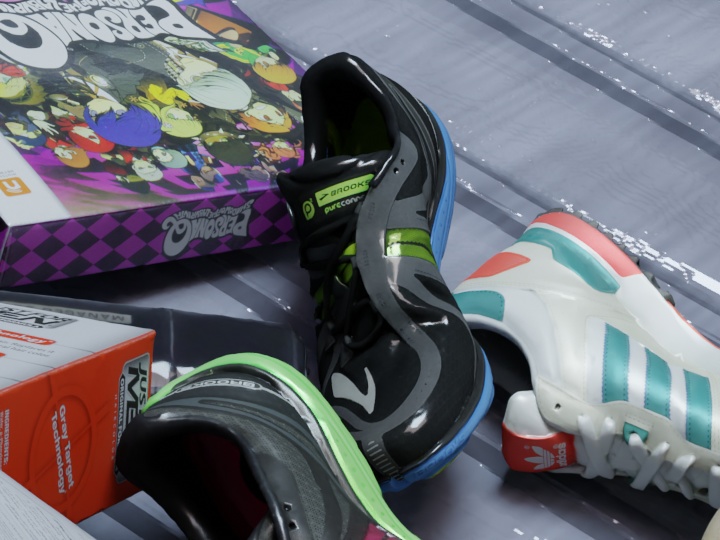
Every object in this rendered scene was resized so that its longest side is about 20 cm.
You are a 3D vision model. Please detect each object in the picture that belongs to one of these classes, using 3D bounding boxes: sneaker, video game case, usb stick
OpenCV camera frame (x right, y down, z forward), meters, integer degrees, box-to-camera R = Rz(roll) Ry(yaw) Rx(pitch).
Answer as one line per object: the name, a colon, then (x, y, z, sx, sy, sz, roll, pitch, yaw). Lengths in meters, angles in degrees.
sneaker: (0.105, 0.062, 0.978, 0.093, 0.071, 0.200, -34, 57, -24)
video game case: (-0.110, -0.069, 1.073, 0.199, 0.036, 0.181, -9, 42, -38)
usb stick: (-0.116, 0.032, 0.958, 0.199, 0.033, 0.056, 7, 41, -11)
sneaker: (0.000, 0.000, 0.971, 0.083, 0.070, 0.200, 44, 31, -42)
sneaker: (-0.008, 0.110, 0.842, 0.200, 0.077, 0.084, 41, 34, 27)

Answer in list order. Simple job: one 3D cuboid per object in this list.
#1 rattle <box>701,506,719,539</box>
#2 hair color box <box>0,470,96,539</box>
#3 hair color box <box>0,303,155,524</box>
rattle: (0.173, 0.075, 0.836, 0.143, 0.200, 0.131, 36, 23, -37)
hair color box: (-0.083, 0.118, 0.727, 0.061, 0.200, 0.100, -44, 54, 0)
hair color box: (-0.156, 0.058, 0.817, 0.101, 0.062, 0.200, 9, 14, 24)
